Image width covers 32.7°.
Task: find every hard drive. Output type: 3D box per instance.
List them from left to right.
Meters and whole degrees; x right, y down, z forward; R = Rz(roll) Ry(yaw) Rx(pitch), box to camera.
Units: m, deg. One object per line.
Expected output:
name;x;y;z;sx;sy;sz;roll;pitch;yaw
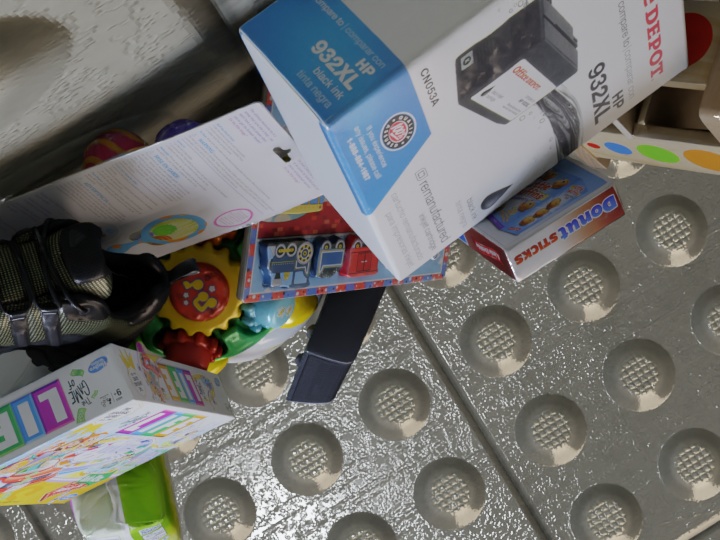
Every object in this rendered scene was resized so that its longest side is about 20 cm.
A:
hard drive;0.000;0.000;0.939;0.135;0.042;0.201;114;-3;-65

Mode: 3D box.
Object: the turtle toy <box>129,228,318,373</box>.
turtle toy;-0.126;0.016;0.829;0.200;0.146;0.101;-32;-165;4

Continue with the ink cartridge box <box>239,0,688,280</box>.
ink cartridge box;0.060;-0.111;0.616;0.200;0.084;0.145;-37;146;-6

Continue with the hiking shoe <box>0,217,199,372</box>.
hiking shoe;-0.179;0.004;0.627;0.101;0.076;0.200;-40;156;29

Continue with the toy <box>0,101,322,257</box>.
toy;-0.128;-0.047;0.681;0.199;0.047;0.115;-23;157;11

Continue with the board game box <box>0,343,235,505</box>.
board game box;-0.165;0.097;0.733;0.134;0.034;0.200;-27;167;5

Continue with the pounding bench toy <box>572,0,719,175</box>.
pounding bench toy;0.210;-0.166;0.740;0.156;0.201;0.124;13;171;39

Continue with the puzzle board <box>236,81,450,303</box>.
puzzle board;0.005;-0.059;0.820;0.017;0.151;0.200;20;-162;40

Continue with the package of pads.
package of pads;-0.189;0.115;0.928;0.068;0.201;0.155;-13;160;-8

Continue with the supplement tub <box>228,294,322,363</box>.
supplement tub;-0.103;0.000;1.021;0.145;0.145;0.200;-32;178;-12

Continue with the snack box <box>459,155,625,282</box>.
snack box;0.067;-0.057;0.716;0.072;0.024;0.200;-31;-149;-10

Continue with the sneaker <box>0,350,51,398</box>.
sneaker;-0.270;0.067;0.706;0.199;0.075;0.087;-17;171;6
